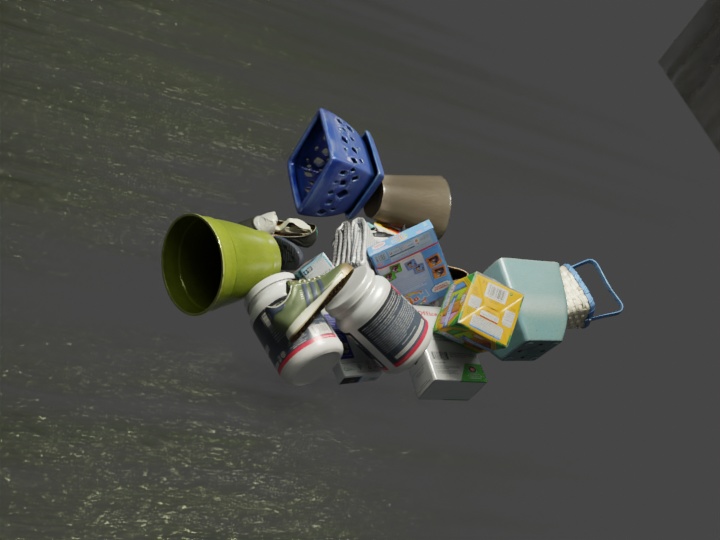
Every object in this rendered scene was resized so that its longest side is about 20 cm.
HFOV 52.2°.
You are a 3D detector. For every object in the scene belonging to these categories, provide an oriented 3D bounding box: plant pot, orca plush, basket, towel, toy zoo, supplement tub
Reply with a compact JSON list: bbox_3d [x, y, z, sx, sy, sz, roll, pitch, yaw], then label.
[{"bbox_3d":[-0.058,-0.256,1.868,0.179,0.200,0.201,12,43,-31],"label":"plant pot"},{"bbox_3d":[0.028,-0.088,1.774,0.105,0.199,0.071,47,43,-34],"label":"orca plush"},{"bbox_3d":[0.388,0.110,1.794,0.194,0.196,0.201,3,58,-29],"label":"plant pot"},{"bbox_3d":[0.118,-0.177,1.925,0.198,0.136,0.182,6,75,-27],"label":"basket"},{"bbox_3d":[0.578,0.064,1.968,0.198,0.140,0.177,-17,55,-5],"label":"basket"},{"bbox_3d":[0.000,0.000,1.665,0.085,0.166,0.201,-16,35,14],"label":"towel"},{"bbox_3d":[0.103,-0.078,1.876,0.199,0.021,0.131,25,14,-8],"label":"toy zoo"},{"bbox_3d":[-0.272,-0.017,1.516,0.192,0.201,0.201,-5,52,-49],"label":"plant pot"},{"bbox_3d":[0.038,0.102,1.512,0.200,0.140,0.141,45,38,-17],"label":"supplement tub"},{"bbox_3d":[-0.137,0.119,1.487,0.140,0.141,0.201,-13,57,-39],"label":"supplement tub"}]

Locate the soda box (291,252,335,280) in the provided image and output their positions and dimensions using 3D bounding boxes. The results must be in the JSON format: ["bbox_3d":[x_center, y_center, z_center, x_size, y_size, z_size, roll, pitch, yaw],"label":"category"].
[{"bbox_3d":[-0.101,0.016,1.562,0.063,0.200,0.069,-40,95,-14],"label":"soda box"}]

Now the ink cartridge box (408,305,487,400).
[{"bbox_3d":[0.179,0.186,1.660,0.145,0.084,0.201,7,47,-28],"label":"ink cartridge box"}]

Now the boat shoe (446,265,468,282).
[{"bbox_3d":[0.163,0.007,1.723,0.198,0.072,0.073,4,55,-30],"label":"boat shoe"}]

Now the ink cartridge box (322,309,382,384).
[{"bbox_3d":[-0.034,0.151,1.598,0.099,0.039,0.201,0,52,-32],"label":"ink cartridge box"}]

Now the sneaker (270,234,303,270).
[{"bbox_3d":[-0.183,-0.046,1.618,0.199,0.071,0.082,20,12,39],"label":"sneaker"}]

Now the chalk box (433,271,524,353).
[{"bbox_3d":[0.246,0.099,1.604,0.124,0.200,0.125,25,73,-8],"label":"chalk box"}]

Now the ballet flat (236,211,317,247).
[{"bbox_3d":[-0.192,-0.103,1.724,0.198,0.069,0.068,6,48,-27],"label":"ballet flat"}]

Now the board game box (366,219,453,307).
[{"bbox_3d":[0.117,-0.001,1.632,0.150,0.201,0.037,-24,39,2],"label":"board game box"}]

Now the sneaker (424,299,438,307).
[{"bbox_3d":[0.124,0.033,1.786,0.088,0.081,0.201,-3,60,-35],"label":"sneaker"}]

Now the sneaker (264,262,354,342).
[{"bbox_3d":[-0.103,0.039,1.417,0.090,0.067,0.200,37,63,10],"label":"sneaker"}]
